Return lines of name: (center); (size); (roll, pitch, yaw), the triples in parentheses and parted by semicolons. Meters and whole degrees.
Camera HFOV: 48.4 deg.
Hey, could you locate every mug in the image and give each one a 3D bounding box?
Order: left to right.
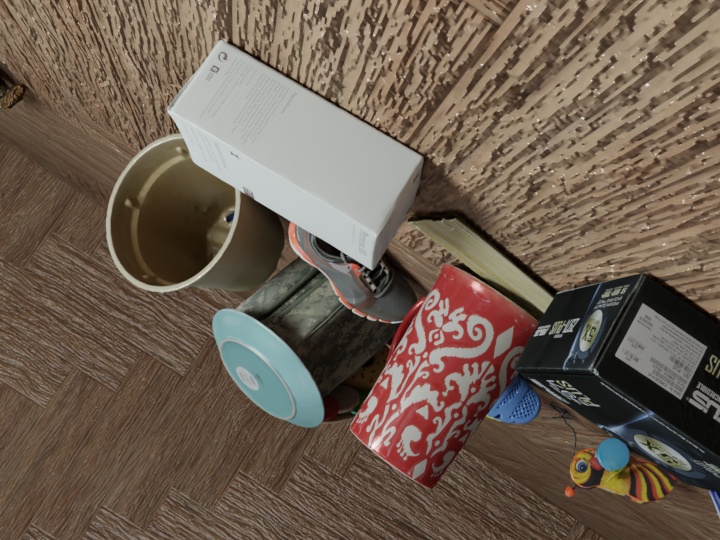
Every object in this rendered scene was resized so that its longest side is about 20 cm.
mug: (0.088, 0.115, 0.861); (0.133, 0.201, 0.178); (34, 176, 2)

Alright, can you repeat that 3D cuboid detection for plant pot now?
plant pot: (-0.198, -0.055, 1.061); (0.199, 0.202, 0.183); (27, 180, 26)

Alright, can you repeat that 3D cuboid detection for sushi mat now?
sushi mat: (0.138, 0.007, 0.767); (0.199, 0.012, 0.096); (37, 168, -19)

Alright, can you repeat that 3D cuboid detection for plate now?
plate: (-0.129, 0.136, 1.047); (0.199, 0.026, 0.201); (30, 145, 24)

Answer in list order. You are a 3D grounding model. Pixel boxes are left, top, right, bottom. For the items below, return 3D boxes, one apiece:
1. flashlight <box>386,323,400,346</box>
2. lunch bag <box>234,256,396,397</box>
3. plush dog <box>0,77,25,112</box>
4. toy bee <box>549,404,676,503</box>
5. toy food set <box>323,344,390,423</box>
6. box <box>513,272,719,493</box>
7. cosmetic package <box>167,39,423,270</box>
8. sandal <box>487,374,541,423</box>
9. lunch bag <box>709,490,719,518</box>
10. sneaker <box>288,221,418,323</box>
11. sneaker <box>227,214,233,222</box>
flashlight: (0.093, 0.110, 1.237); (0.199, 0.068, 0.068); (32, 179, -28)
lunch bag: (-0.074, 0.063, 1.111); (0.167, 0.200, 0.140); (29, 149, 38)
plush dog: (-0.701, -0.325, 1.424); (0.199, 0.162, 0.171); (27, -169, 25)
toy bee: (0.358, 0.302, 1.196); (0.199, 0.109, 0.131); (23, 168, 42)
toy food set: (-0.059, 0.148, 1.181); (0.198, 0.198, 0.049); (23, 128, 11)
box: (0.251, 0.099, 0.652); (0.199, 0.087, 0.164); (33, 170, -4)
cosmetic package: (-0.051, -0.094, 0.680); (0.199, 0.082, 0.113); (32, 168, 9)
sandal: (0.180, 0.156, 1.150); (0.199, 0.080, 0.087); (33, 166, -10)
lunch bag: (0.446, 0.273, 0.801); (0.170, 0.128, 0.200); (38, -177, -41)
sneaker: (0.000, 0.000, 0.981); (0.199, 0.078, 0.082); (36, 162, -20)
sneaker: (-0.235, -0.057, 1.383); (0.070, 0.078, 0.200); (21, 164, 47)
